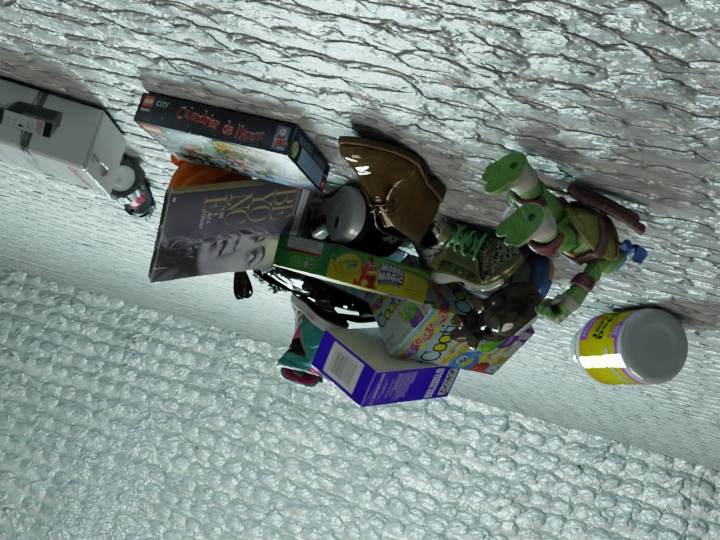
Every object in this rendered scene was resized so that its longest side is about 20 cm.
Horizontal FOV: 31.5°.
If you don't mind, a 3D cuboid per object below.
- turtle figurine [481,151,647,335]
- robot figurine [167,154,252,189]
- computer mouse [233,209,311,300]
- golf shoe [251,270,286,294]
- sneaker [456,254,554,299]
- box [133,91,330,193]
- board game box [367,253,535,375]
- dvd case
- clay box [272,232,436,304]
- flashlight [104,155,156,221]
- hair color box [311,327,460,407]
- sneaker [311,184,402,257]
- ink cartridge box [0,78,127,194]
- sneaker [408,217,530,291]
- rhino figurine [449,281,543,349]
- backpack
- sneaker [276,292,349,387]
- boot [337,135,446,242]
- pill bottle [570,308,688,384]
[{"bbox_3d":[0.175,-0.025,1.306,0.199,0.145,0.194,5,161,37],"label":"turtle figurine"},{"bbox_3d":[-0.195,-0.088,1.666,0.143,0.117,0.200,20,174,-7],"label":"robot figurine"},{"bbox_3d":[-0.122,-0.060,1.775,0.046,0.141,0.200,13,136,-32],"label":"computer mouse"},{"bbox_3d":[-0.160,-0.055,1.937,0.200,0.094,0.078,42,160,12],"label":"golf shoe"},{"bbox_3d":[0.177,0.008,1.679,0.088,0.076,0.200,22,169,-21],"label":"sneaker"},{"bbox_3d":[-0.148,-0.148,1.494,0.199,0.038,0.137,14,170,19],"label":"box"},{"bbox_3d":[0.128,0.065,1.795,0.199,0.105,0.103,14,-141,-37],"label":"board game box"},{"bbox_3d":[-0.158,-0.052,1.586,0.199,0.149,0.016,-9,-132,-29],"label":"dvd case"},{"bbox_3d":[0.000,0.000,1.642,0.199,0.048,0.115,14,179,-42],"label":"clay box"},{"bbox_3d":[-0.346,-0.117,1.932,0.068,0.068,0.200,22,169,4],"label":"flashlight"},{"bbox_3d":[0.039,0.132,1.796,0.199,0.065,0.109,-1,-149,-48],"label":"hair color box"},{"bbox_3d":[0.013,-0.059,1.638,0.111,0.073,0.200,16,178,-15],"label":"sneaker"},{"bbox_3d":[-0.421,-0.180,1.669,0.199,0.083,0.147,17,171,4],"label":"ink cartridge box"},{"bbox_3d":[0.128,-0.028,1.608,0.199,0.077,0.089,-1,143,50],"label":"sneaker"},{"bbox_3d":[0.168,0.063,1.624,0.087,0.060,0.200,-20,171,-21],"label":"rhino figurine"},{"bbox_3d":[-0.030,-0.004,1.832,0.199,0.127,0.167,23,-179,-36],"label":"backpack"},{"bbox_3d":[-0.077,0.107,1.873,0.083,0.121,0.200,21,-174,-16],"label":"sneaker"},{"bbox_3d":[0.032,-0.089,1.403,0.073,0.076,0.200,13,168,33],"label":"boot"},{"bbox_3d":[0.372,0.110,1.807,0.104,0.105,0.200,20,169,-13],"label":"pill bottle"}]
